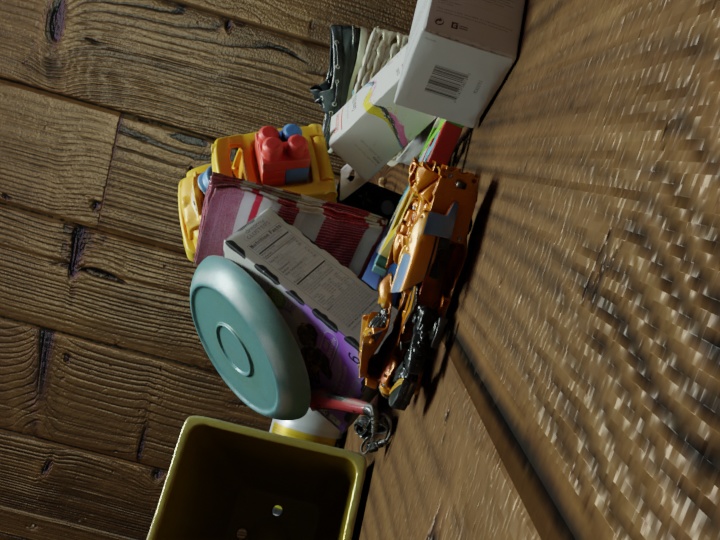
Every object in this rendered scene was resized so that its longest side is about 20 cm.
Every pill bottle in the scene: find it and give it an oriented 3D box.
[{"bbox_3d":[-0.089,0.273,1.012,0.112,0.112,0.200,138,147,-83],"label":"pill bottle"}]

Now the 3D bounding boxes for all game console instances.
[{"bbox_3d":[0.000,0.000,0.841,0.116,0.176,0.200,-17,-52,-60],"label":"game console"}]

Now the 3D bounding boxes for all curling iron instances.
[{"bbox_3d":[-0.040,0.143,0.687,0.200,0.026,0.050,7,96,50],"label":"curling iron"}]

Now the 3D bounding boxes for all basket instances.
[{"bbox_3d":[0.051,-0.248,0.972,0.200,0.123,0.136,145,141,-85],"label":"basket"}]

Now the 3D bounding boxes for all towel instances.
[{"bbox_3d":[-0.084,-0.031,0.761,0.144,0.200,0.023,116,163,-47],"label":"towel"}]

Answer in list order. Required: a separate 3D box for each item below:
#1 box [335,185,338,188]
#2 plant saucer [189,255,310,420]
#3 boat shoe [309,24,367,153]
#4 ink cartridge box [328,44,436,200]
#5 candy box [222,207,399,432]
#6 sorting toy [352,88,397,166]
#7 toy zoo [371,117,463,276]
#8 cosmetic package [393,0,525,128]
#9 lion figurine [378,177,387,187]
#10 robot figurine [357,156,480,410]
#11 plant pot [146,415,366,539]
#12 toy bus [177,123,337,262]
[{"bbox_3d":[-0.024,-0.029,1.020,0.143,0.036,0.200,-63,-24,-6],"label":"box"},{"bbox_3d":[-0.127,0.080,0.712,0.027,0.200,0.200,-30,-24,-32],"label":"plant saucer"},{"bbox_3d":[-0.046,-0.287,1.045,0.075,0.066,0.200,-109,34,-60],"label":"boat shoe"},{"bbox_3d":[0.026,-0.188,0.812,0.200,0.067,0.117,-41,22,20],"label":"ink cartridge box"},{"bbox_3d":[-0.058,0.057,0.720,0.072,0.200,0.168,-43,-17,-35],"label":"candy box"},{"bbox_3d":[0.051,-0.301,1.165,0.180,0.107,0.200,-50,-18,8],"label":"sorting toy"},{"bbox_3d":[0.061,-0.085,0.692,0.131,0.020,0.200,134,160,-80],"label":"toy zoo"},{"bbox_3d":[0.097,-0.249,0.604,0.108,0.085,0.200,117,169,-68],"label":"cosmetic package"},{"bbox_3d":[0.023,-0.101,1.312,0.200,0.072,0.123,85,-177,-59],"label":"lion figurine"},{"bbox_3d":[0.042,0.011,0.545,0.145,0.058,0.200,-89,16,-79],"label":"robot figurine"},{"bbox_3d":[-0.108,0.294,0.735,0.200,0.195,0.195,92,-169,-66],"label":"plant pot"},{"bbox_3d":[-0.123,-0.103,0.792,0.192,0.200,0.136,104,155,-67],"label":"toy bus"}]
